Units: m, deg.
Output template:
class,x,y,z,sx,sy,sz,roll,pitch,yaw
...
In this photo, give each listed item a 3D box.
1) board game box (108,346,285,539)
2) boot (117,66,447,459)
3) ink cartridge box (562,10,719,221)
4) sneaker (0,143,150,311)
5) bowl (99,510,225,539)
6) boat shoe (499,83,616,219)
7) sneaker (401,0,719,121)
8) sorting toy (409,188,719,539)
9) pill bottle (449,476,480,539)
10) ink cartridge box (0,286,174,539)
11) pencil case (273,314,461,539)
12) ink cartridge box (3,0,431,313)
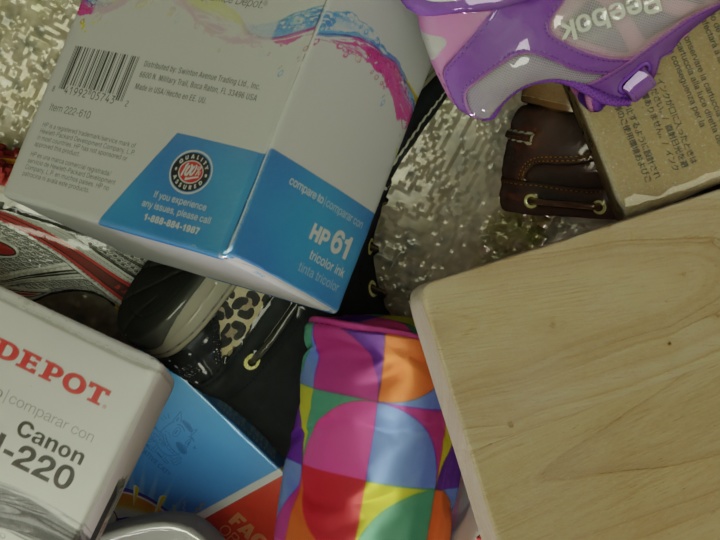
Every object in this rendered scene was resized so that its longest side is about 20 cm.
class,x,y,z,sx,sy,sz,roll,pitch,yaw
board game box,-0.120,0.148,0.948,0.153,0.040,0.200,44,102,-8
boot,-0.001,0.000,0.893,0.204,0.073,0.154,-47,119,-9
ink cartridge box,0.154,-0.138,0.810,0.164,0.075,0.200,-21,80,5
sneaker,-0.183,-0.018,0.890,0.200,0.078,0.082,10,106,0
bowl,-0.123,0.219,0.907,0.199,0.075,0.200,-21,102,8
boat shoe,0.165,-0.037,0.871,0.200,0.070,0.070,13,92,9
sneaker,0.110,-0.112,0.742,0.200,0.080,0.089,-14,110,-7
sorting toy,0.132,0.075,0.775,0.200,0.070,0.199,-17,91,-18
pill bottle,0.137,0.102,0.870,0.200,0.113,0.114,9,105,-17
ink cartridge box,-0.188,0.103,0.807,0.145,0.085,0.200,25,78,1
pencil case,-0.004,0.118,0.823,0.088,0.088,0.200,12,90,0
ink cartridge box,-0.047,-0.099,0.793,0.144,0.085,0.200,15,82,40
